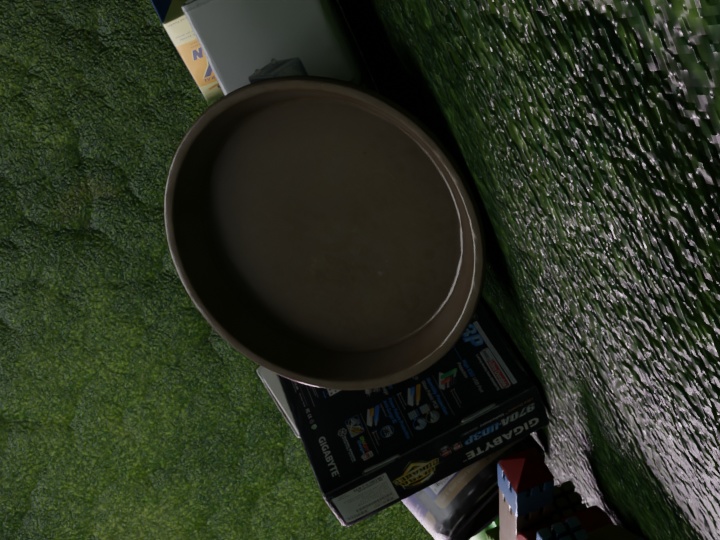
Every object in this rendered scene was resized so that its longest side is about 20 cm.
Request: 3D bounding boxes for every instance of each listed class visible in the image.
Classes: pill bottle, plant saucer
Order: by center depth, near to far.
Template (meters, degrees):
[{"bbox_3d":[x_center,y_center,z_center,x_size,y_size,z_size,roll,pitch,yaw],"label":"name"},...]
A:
[{"bbox_3d":[-0.022,-0.020,0.558,0.200,0.200,0.029,64,-153,-17],"label":"plant saucer"},{"bbox_3d":[0.044,0.116,0.770,0.200,0.112,0.112,46,171,25],"label":"pill bottle"}]

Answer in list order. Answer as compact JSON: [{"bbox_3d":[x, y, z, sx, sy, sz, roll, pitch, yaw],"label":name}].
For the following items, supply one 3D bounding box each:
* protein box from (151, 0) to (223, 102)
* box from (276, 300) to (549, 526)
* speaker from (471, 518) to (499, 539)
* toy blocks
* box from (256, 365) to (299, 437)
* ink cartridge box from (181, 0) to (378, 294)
[{"bbox_3d":[-0.178,-0.340,1.078,0.199,0.135,0.200,63,178,14],"label":"protein box"},{"bbox_3d":[0.020,0.065,0.690,0.200,0.159,0.046,61,178,47],"label":"box"},{"bbox_3d":[0.150,0.279,1.205,0.200,0.088,0.088,64,178,-5],"label":"speaker"},{"bbox_3d":[0.134,0.193,0.545,0.137,0.100,0.200,81,167,-44],"label":"toy blocks"},{"bbox_3d":[-0.039,0.123,1.276,0.109,0.128,0.200,58,-167,-3],"label":"box"},{"bbox_3d":[-0.029,-0.105,0.626,0.146,0.085,0.200,-91,-22,-71],"label":"ink cartridge box"}]
